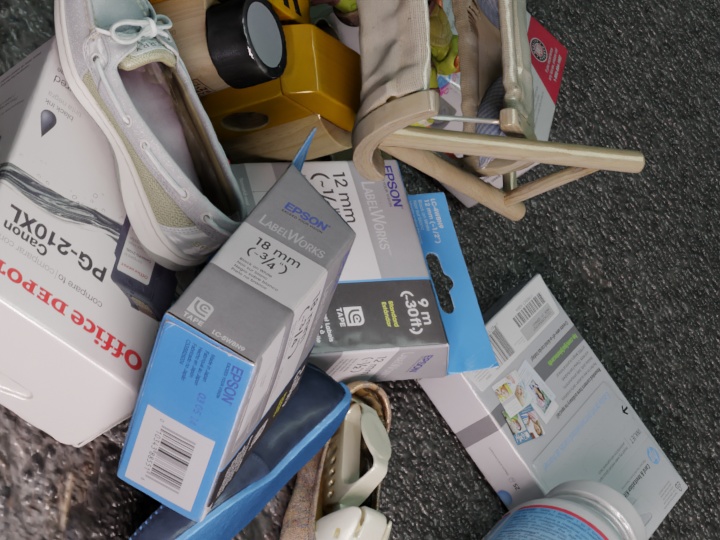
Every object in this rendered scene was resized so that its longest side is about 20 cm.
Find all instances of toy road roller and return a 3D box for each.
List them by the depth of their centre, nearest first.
[{"bbox_3d":[-0.083,-0.160,1.689,0.200,0.123,0.146,30,51,-56],"label":"toy road roller"}]

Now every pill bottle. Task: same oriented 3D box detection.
[{"bbox_3d":[0.117,0.221,1.718,0.109,0.109,0.200,55,37,-4],"label":"pill bottle"}]

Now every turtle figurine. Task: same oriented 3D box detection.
[{"bbox_3d":[0.024,-0.169,1.784,0.161,0.064,0.200,28,39,-30],"label":"turtle figurine"}]

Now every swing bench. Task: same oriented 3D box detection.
[{"bbox_3d":[0.068,-0.159,1.688,0.200,0.130,0.199,13,67,-37],"label":"swing bench"}]

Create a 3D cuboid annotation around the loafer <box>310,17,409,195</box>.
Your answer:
[{"bbox_3d":[-0.012,-0.094,1.830,0.200,0.068,0.076,58,37,0],"label":"loafer"}]

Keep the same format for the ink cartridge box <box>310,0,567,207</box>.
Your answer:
[{"bbox_3d":[0.054,-0.168,1.945,0.200,0.086,0.148,40,40,-19],"label":"ink cartridge box"}]

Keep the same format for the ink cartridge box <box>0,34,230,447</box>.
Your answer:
[{"bbox_3d":[-0.178,-0.017,1.561,0.145,0.084,0.200,36,47,-24],"label":"ink cartridge box"}]

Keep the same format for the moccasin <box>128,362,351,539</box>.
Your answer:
[{"bbox_3d":[-0.088,0.122,1.581,0.068,0.080,0.200,40,45,10],"label":"moccasin"}]

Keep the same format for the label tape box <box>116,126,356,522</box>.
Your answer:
[{"bbox_3d":[-0.059,0.030,1.521,0.063,0.144,0.200,28,44,8],"label":"label tape box"}]

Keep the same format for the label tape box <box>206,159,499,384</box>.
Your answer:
[{"bbox_3d":[0.000,0.000,1.734,0.200,0.066,0.143,-4,66,-27],"label":"label tape box"}]

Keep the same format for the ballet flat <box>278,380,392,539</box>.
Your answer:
[{"bbox_3d":[-0.011,0.152,1.656,0.068,0.067,0.200,31,45,-33],"label":"ballet flat"}]

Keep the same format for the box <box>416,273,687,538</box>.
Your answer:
[{"bbox_3d":[0.143,0.120,1.877,0.200,0.041,0.156,54,37,-4],"label":"box"}]

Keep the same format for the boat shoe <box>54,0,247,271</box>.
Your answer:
[{"bbox_3d":[-0.124,-0.102,1.550,0.074,0.065,0.202,-6,71,-47],"label":"boat shoe"}]
